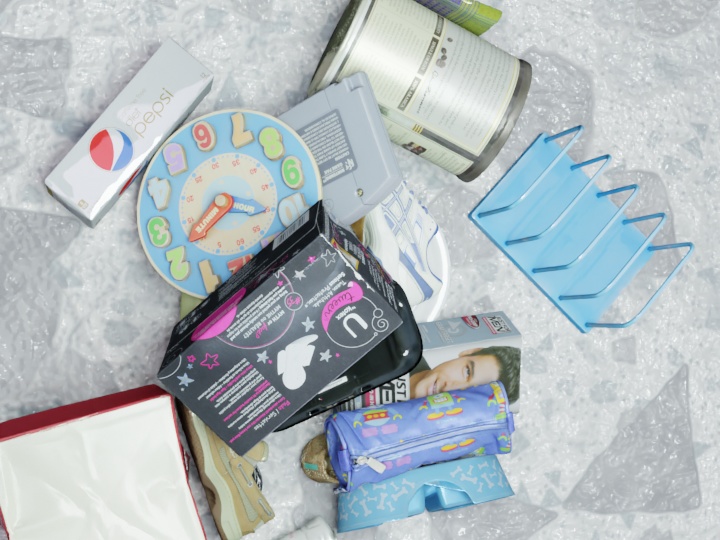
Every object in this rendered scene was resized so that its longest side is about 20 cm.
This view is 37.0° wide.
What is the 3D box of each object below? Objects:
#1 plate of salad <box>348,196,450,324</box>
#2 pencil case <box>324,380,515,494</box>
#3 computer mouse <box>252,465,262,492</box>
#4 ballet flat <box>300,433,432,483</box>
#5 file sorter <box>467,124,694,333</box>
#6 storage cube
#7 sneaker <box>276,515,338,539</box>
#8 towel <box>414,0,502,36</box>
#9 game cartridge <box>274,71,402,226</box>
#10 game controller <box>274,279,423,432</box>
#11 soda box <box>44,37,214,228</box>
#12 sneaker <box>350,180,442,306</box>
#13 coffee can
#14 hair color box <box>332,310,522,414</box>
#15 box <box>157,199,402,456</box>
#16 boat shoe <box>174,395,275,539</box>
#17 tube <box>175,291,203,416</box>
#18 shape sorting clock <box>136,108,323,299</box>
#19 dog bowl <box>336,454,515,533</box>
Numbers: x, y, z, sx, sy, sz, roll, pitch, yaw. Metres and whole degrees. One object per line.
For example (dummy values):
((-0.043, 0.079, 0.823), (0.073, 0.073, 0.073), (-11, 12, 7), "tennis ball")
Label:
((0.000, 0.000, 1.186), (0.199, 0.048, 0.201), (0, 88, -6), "plate of salad")
((0.061, 0.169, 1.102), (0.199, 0.087, 0.078), (-11, 101, -10), "pencil case")
((-0.117, 0.158, 1.159), (0.058, 0.034, 0.201), (7, 92, -5), "computer mouse")
((0.036, 0.196, 1.176), (0.199, 0.065, 0.071), (-14, 94, -15), "ballet flat")
((0.253, -0.047, 1.218), (0.200, 0.123, 0.139), (44, 77, -8), "file sorter")
((-0.255, 0.217, 1.038), (0.199, 0.180, 0.172), (-14, 91, -16), "storage cube")
((-0.047, 0.369, 1.148), (0.099, 0.078, 0.201), (-20, 86, -6), "sneaker")
((0.045, -0.306, 1.163), (0.199, 0.144, 0.023), (26, 84, -13), "towel")
((-0.051, -0.102, 1.109), (0.041, 0.200, 0.134), (-14, 83, -56), "game cartridge")
((-0.035, 0.086, 1.090), (0.199, 0.042, 0.105), (-26, 74, 15), "game controller")
((-0.238, -0.141, 1.117), (0.064, 0.068, 0.200), (39, 78, -7), "soda box")
((0.035, -0.059, 1.141), (0.088, 0.075, 0.201), (-10, 95, -20), "sneaker")
((0.063, -0.205, 1.161), (0.199, 0.146, 0.147), (26, 81, -12), "coffee can")
((0.070, 0.113, 1.160), (0.199, 0.061, 0.099), (-8, 116, -11), "hair color box")
((-0.072, 0.051, 1.002), (0.200, 0.132, 0.115), (-40, 105, 10), "box")
((-0.131, 0.186, 1.089), (0.076, 0.072, 0.201), (-19, 127, -11), "boat shoe")
((-0.165, 0.053, 1.134), (0.058, 0.052, 0.201), (7, 83, -26), "tube")
((-0.135, -0.068, 1.090), (0.199, 0.039, 0.201), (-2, 82, 12), "shape sorting clock")
((0.067, 0.240, 1.164), (0.199, 0.112, 0.050), (-8, 75, -15), "dog bowl")
